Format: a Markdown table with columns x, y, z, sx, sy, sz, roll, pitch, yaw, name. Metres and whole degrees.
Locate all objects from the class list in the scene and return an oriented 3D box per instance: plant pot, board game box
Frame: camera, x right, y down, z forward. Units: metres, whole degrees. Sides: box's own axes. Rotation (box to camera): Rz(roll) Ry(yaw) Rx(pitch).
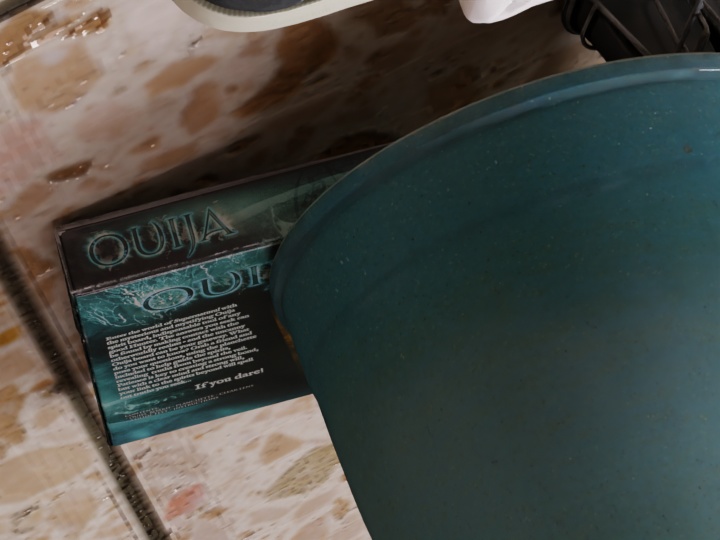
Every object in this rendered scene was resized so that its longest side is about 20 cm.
| x | y | z | sx | sy | sz | roll | pitch | yaw | name |
| --- | --- | --- | --- | --- | --- | --- | --- | --- | --- |
| 0.089 | 0.062 | 0.959 | 0.199 | 0.189 | 0.200 | -14 | 155 | -6 | plant pot |
| 0.000 | 0.000 | 1.033 | 0.199 | 0.028 | 0.135 | -14 | 155 | -6 | board game box |

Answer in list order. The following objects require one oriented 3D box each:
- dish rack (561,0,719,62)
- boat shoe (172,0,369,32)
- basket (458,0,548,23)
| x | y | z | sx | sy | sz | roll | pitch | yaw | name |
| --- | --- | --- | --- | --- | --- | --- | --- | --- | --- |
| 0.163 | -0.135 | 0.964 | 0.153 | 0.055 | 0.200 | -19 | 153 | -26 | dish rack |
| 0.037 | -0.126 | 0.809 | 0.199 | 0.072 | 0.068 | -23 | 161 | -9 | boat shoe |
| 0.076 | -0.161 | 0.672 | 0.135 | 0.124 | 0.200 | -19 | 166 | -15 | basket |
